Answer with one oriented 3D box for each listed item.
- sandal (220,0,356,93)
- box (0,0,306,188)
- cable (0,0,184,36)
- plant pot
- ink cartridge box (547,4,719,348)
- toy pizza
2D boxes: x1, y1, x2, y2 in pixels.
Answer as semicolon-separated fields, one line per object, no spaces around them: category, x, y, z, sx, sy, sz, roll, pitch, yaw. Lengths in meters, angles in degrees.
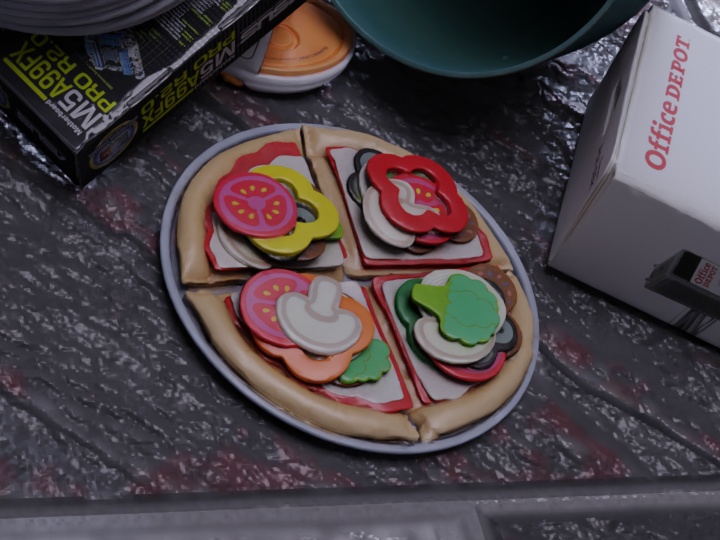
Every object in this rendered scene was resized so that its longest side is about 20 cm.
sandal;-0.094;-0.158;1.099;0.206;0.059;0.079;22;47;-10
box;-0.147;-0.163;1.046;0.200;0.044;0.160;44;73;12
cable;-0.145;-0.208;1.002;0.200;0.069;0.200;32;70;9
plant pot;0.090;-0.206;1.145;0.201;0.201;0.161;47;24;15
ink cartridge box;0.213;-0.032;1.134;0.200;0.083;0.147;26;46;-6
toy pizza;0.000;0.000;1.035;0.200;0.032;0.201;14;48;-16
